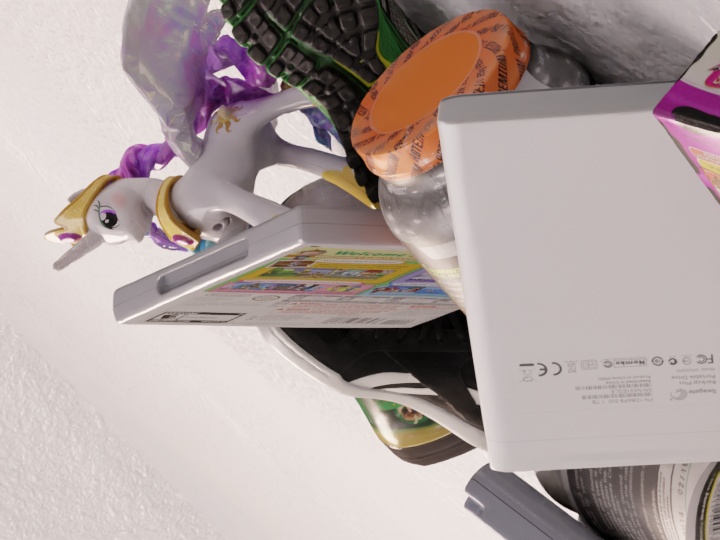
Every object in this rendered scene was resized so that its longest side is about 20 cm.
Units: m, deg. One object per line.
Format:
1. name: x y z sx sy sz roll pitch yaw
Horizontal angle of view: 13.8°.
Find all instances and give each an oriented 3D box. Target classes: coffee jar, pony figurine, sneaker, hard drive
1. coffee jar: 0.018 0.034 1.890 0.200 0.085 0.105 56 -160 -47
2. pony figurine: -0.074 -0.073 1.691 0.199 0.194 0.167 6 151 36
3. sneaker: -0.009 -0.117 1.534 0.201 0.078 0.085 58 -165 -14
4. hard drive: 0.113 0.005 1.365 0.131 0.027 0.201 -3 126 9
5. sneaker: 0.044 0.027 1.754 0.199 0.112 0.073 24 -145 -28

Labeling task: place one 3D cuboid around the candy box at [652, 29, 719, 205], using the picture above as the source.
1. candy box: 0.226 -0.008 1.231 0.136 0.061 0.200 23 157 54

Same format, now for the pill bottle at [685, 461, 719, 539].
1. pill bottle: 0.246 0.117 1.387 0.112 0.113 0.200 44 155 -11

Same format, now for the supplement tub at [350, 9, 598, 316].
1. supplement tub: 0.092 -0.023 1.440 0.200 0.123 0.122 47 166 -26

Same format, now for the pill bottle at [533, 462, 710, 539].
1. pill bottle: 0.179 0.105 1.625 0.113 0.113 0.200 47 166 -23

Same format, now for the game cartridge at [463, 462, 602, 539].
1. game cartridge: 0.138 0.175 1.694 0.133 0.041 0.200 40 180 23

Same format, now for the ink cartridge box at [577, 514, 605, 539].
1. ink cartridge box: 0.232 0.185 1.797 0.200 0.085 0.145 41 168 11

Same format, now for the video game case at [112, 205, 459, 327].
1. video game case: 0.000 0.000 1.559 0.199 0.022 0.182 2 166 -36
